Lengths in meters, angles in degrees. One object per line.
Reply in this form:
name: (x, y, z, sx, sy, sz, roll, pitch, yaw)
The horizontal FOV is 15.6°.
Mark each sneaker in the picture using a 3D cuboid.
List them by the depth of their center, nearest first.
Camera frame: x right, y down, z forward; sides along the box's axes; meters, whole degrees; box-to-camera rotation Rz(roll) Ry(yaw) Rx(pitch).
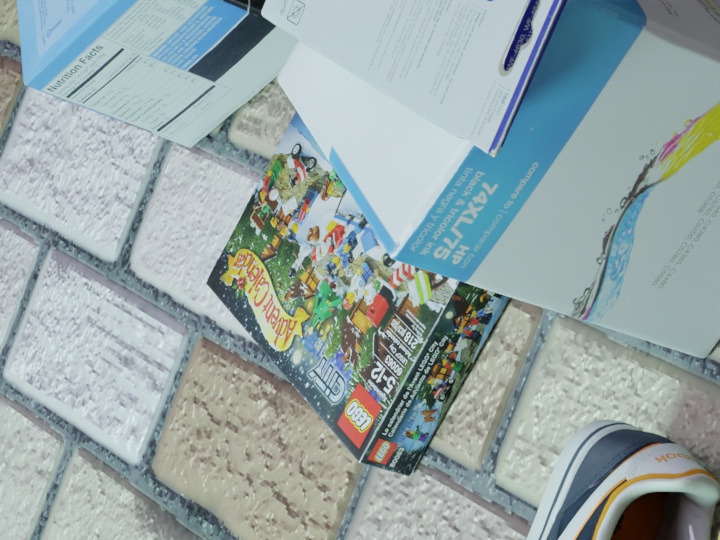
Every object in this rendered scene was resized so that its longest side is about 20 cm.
sneaker: (0.102, 0.169, 1.184, 0.079, 0.078, 0.201, 16, 87, 57)

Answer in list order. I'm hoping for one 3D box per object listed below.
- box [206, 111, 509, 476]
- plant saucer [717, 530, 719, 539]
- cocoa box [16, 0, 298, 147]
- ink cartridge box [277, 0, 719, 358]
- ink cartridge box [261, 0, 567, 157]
box: (0.000, 0.000, 1.420, 0.137, 0.038, 0.200, -61, 38, 13)
plant saucer: (0.230, 0.127, 1.065, 0.199, 0.048, 0.201, 10, 83, 54)
cocoa box: (-0.124, -0.203, 1.587, 0.133, 0.131, 0.201, -37, 49, 37)
ink cartridge box: (0.098, -0.078, 1.194, 0.146, 0.199, 0.147, -56, 39, 21)
ink cartridge box: (0.035, -0.118, 1.093, 0.200, 0.039, 0.100, 38, 107, 53)
